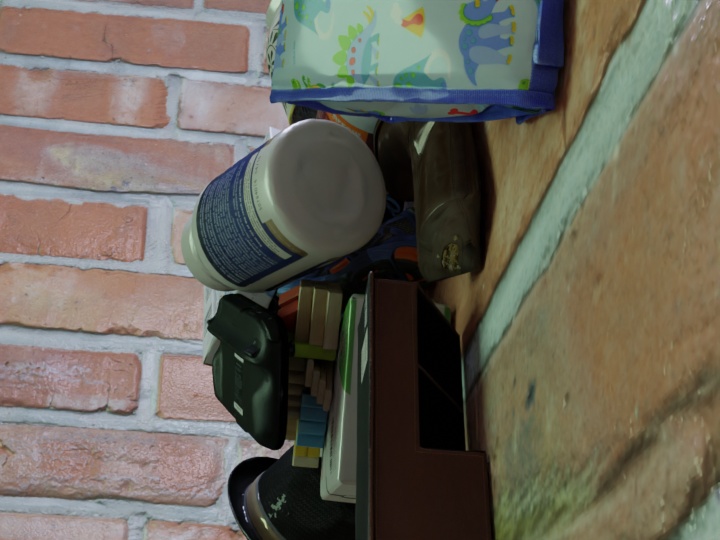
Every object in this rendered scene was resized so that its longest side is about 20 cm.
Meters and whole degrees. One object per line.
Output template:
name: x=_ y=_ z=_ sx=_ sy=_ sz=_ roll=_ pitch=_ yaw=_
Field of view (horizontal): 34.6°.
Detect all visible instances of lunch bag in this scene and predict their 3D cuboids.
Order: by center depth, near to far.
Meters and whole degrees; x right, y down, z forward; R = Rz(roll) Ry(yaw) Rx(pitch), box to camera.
lunch bag: x=0.047 y=-0.175 z=0.679 sx=0.200 sy=0.127 sz=0.171 roll=8 pitch=95 yaw=56

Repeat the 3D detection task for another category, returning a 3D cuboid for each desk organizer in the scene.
desk organizer: x=0.039 y=0.106 z=0.769 sx=0.072 sy=0.076 sz=0.201 roll=102 pitch=171 yaw=-54

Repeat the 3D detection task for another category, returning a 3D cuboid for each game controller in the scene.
game controller: x=-0.091 y=0.080 z=0.956 sx=0.200 sy=0.042 sz=0.105 roll=-161 pitch=63 yaw=-72

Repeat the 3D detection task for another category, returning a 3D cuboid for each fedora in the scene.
fedora: x=-0.044 y=0.243 z=1.220 sx=0.092 sy=0.200 sz=0.201 roll=-58 pitch=15 yaw=18

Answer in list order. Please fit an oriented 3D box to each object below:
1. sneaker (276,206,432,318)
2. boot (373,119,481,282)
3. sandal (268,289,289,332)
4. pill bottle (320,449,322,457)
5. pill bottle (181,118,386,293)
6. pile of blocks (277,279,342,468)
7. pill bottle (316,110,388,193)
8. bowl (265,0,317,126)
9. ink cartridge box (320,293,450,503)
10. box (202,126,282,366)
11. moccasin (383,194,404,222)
sneaker: x=0.000 y=0.000 z=1.062 sx=0.199 sy=0.075 sz=0.079 roll=-18 pitch=42 yaw=43
boot: x=0.053 y=-0.054 z=0.882 sx=0.187 sy=0.064 sz=0.201 roll=97 pitch=170 yaw=-51
sandal: x=-0.085 y=0.054 z=1.157 sx=0.200 sy=0.043 sz=0.077 roll=-112 pitch=27 yaw=-64
pill bottle: x=-0.015 y=0.090 z=1.189 sx=0.111 sy=0.110 sz=0.201 roll=-104 pitch=18 yaw=-74
pill bottle: x=-0.074 y=-0.044 z=0.972 sx=0.200 sy=0.110 sz=0.112 roll=-24 pitch=59 yaw=55
pile of blocks: x=-0.056 y=0.095 z=0.972 sx=0.082 sy=0.062 sz=0.201 roll=-91 pitch=8 yaw=-59
pill bottle: x=0.018 y=-0.154 z=1.033 sx=0.200 sy=0.109 sz=0.110 roll=107 pitch=166 yaw=-68
bowl: x=-0.029 y=-0.238 z=1.112 sx=0.201 sy=0.094 sz=0.201 roll=-46 pitch=-9 yaw=-9
ink cartridge box: x=0.016 y=0.115 z=0.962 sx=0.200 sy=0.084 sz=0.147 roll=110 pitch=164 yaw=-75
box: x=-0.109 y=-0.022 z=1.171 sx=0.156 sy=0.041 sz=0.201 roll=-102 pitch=33 yaw=-56
moccasin: x=0.013 y=-0.107 z=1.196 sx=0.068 sy=0.080 sz=0.202 roll=-93 pitch=7 yaw=-78
